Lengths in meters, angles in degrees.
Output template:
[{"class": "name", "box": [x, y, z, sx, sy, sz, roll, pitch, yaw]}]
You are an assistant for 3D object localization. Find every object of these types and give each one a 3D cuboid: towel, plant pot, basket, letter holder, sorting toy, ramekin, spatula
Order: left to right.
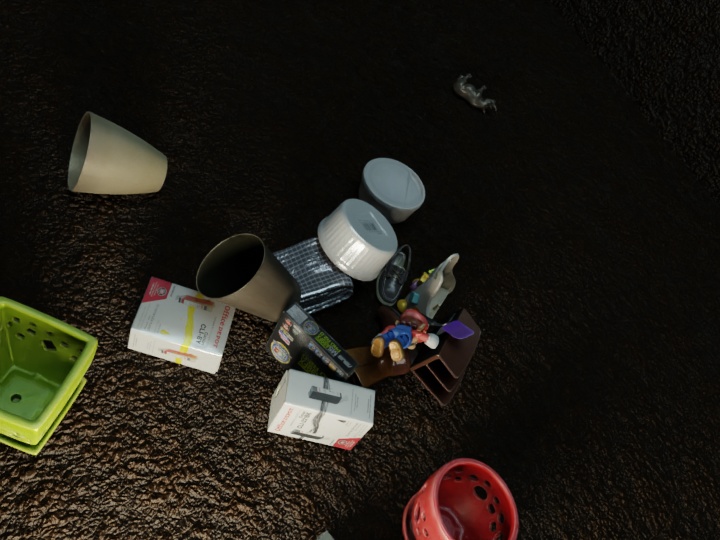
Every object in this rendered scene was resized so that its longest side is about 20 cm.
[{"class": "plant pot", "box": [-0.613, 0.202, 1.138, 0.198, 0.182, 0.201, 26, 48, -6]}, {"class": "plant pot", "box": [-0.579, -0.260, 1.532, 0.198, 0.187, 0.189, 13, 48, -35]}, {"class": "basket", "box": [-0.229, 0.029, 1.392, 0.200, 0.178, 0.138, 42, 28, -54]}, {"class": "towel", "box": [-0.133, 0.014, 1.555, 0.197, 0.086, 0.167, -19, 63, -15]}, {"class": "ramekin", "box": [-0.001, -0.083, 1.580, 0.199, 0.098, 0.202, 31, 33, -23]}, {"class": "ramekin", "box": [0.085, -0.229, 1.881, 0.199, 0.095, 0.205, 14, 50, -16]}, {"class": "sorting toy", "box": [0.195, 0.039, 1.670, 0.106, 0.181, 0.200, 36, 47, 4]}, {"class": "spatula", "box": [0.191, 0.129, 1.555, 0.056, 0.021, 0.199, -20, 21, -32]}, {"class": "letter holder", "box": [0.234, 0.218, 1.576, 0.143, 0.100, 0.200, 50, 41, -8]}, {"class": "plant pot", "box": [0.197, 0.514, 1.302, 0.197, 0.183, 0.203, 13, 50, -16]}]

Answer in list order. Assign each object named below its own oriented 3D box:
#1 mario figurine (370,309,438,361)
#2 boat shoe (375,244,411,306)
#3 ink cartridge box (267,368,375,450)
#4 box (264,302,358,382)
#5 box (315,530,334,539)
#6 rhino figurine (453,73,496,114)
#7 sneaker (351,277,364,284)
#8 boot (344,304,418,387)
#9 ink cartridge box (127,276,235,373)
[{"class": "mario figurine", "box": [0.105, 0.172, 1.502, 0.123, 0.107, 0.199, 43, 31, 13]}, {"class": "boat shoe", "box": [0.094, 0.006, 1.722, 0.071, 0.065, 0.201, 28, 48, -6]}, {"class": "ink cartridge box", "box": [-0.086, 0.299, 1.352, 0.197, 0.145, 0.085, 17, 49, -13]}, {"class": "box", "box": [-0.113, 0.191, 1.412, 0.200, 0.161, 0.044, 44, 47, 10]}, {"class": "box", "box": [-0.054, 0.603, 1.134, 0.200, 0.109, 0.127, 46, 25, 13]}, {"class": "rhino figurine", "box": [0.440, -0.669, 2.419, 0.199, 0.060, 0.088, 39, 67, 5]}, {"class": "sneaker", "box": [0.000, 0.000, 1.679, 0.197, 0.077, 0.089, -15, 64, -25]}, {"class": "boot", "box": [0.030, 0.186, 1.558, 0.198, 0.068, 0.191, -12, 73, -34]}, {"class": "ink cartridge box", "box": [-0.385, 0.119, 1.382, 0.197, 0.084, 0.147, 19, 49, -13]}]
